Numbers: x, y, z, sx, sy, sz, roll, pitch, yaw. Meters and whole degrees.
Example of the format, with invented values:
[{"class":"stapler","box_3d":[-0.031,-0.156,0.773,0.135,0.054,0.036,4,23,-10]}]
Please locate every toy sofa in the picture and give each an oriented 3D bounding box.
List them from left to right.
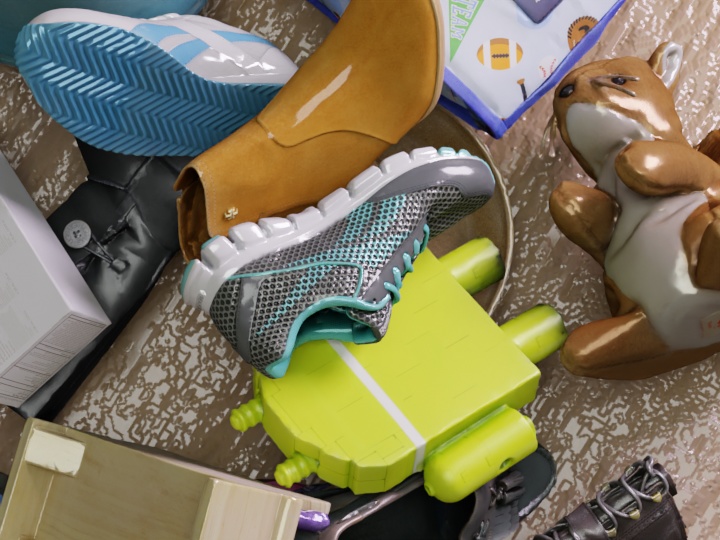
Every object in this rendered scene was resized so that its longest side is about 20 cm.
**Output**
[{"class":"toy sofa","box_3d":[-0.115,0.149,1.268,0.200,0.098,0.083,11,84,47]}]

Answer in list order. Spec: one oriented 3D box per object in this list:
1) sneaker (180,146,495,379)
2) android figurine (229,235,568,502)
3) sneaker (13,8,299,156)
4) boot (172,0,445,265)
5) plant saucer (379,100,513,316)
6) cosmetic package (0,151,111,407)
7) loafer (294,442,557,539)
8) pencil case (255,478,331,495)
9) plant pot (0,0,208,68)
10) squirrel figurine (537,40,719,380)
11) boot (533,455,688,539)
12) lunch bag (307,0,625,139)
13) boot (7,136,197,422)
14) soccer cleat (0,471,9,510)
[{"class":"sneaker","box_3d":[0.000,0.000,1.276,0.200,0.078,0.091,-27,66,-16]},{"class":"android figurine","box_3d":[0.019,0.058,1.296,0.200,0.041,0.182,-31,62,-23]},{"class":"sneaker","box_3d":[-0.120,-0.116,1.305,0.077,0.200,0.081,-60,41,21]},{"class":"boot","box_3d":[-0.034,-0.083,1.263,0.144,0.201,0.071,-23,58,-32]},{"class":"plant saucer","box_3d":[-0.005,-0.021,1.382,0.200,0.035,0.200,0,82,0]},{"class":"cosmetic package","box_3d":[-0.237,-0.020,1.328,0.083,0.051,0.200,-40,65,11]},{"class":"loafer","box_3d":[0.044,0.146,1.303,0.200,0.063,0.072,-15,95,-31]},{"class":"pencil case","box_3d":[-0.052,0.226,1.326,0.094,0.091,0.200,4,83,-32]},{"class":"plant pot","box_3d":[-0.185,-0.254,1.311,0.200,0.188,0.200,-1,60,2]},{"class":"squirrel figurine","box_3d":[0.196,-0.042,1.342,0.200,0.142,0.187,8,47,-39]},{"class":"boot","box_3d":[0.107,0.166,1.287,0.174,0.200,0.069,-37,59,1]},{"class":"lunch bag","box_3d":[0.066,-0.199,1.346,0.200,0.124,0.170,42,87,20]},{"class":"boot","box_3d":[-0.193,-0.025,1.374,0.165,0.066,0.200,42,99,28]},{"class":"soccer cleat","box_3d":[-0.279,0.141,1.318,0.200,0.070,0.086,27,73,-18]}]
